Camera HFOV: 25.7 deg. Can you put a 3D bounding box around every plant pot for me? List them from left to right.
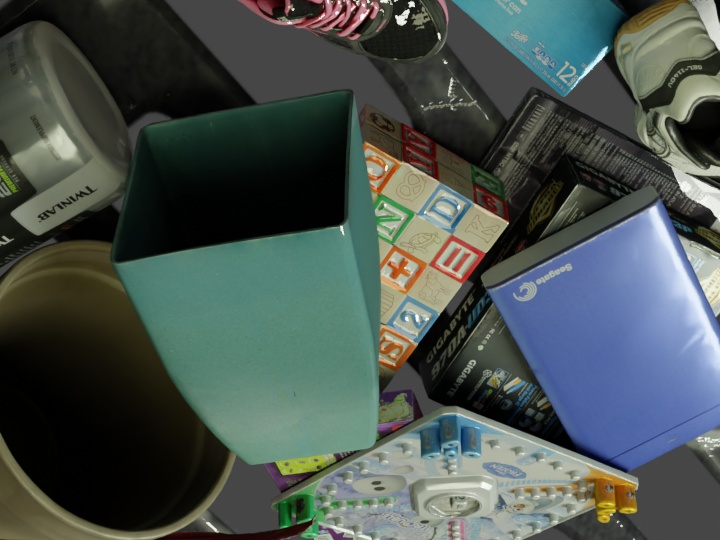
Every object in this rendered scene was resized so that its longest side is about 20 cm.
[{"bbox_3d":[-0.210,0.102,1.061,0.199,0.201,0.173,35,138,-27],"label":"plant pot"},{"bbox_3d":[-0.053,0.017,1.000,0.140,0.142,0.201,-9,129,9],"label":"plant pot"}]

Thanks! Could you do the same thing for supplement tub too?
[{"bbox_3d":[-0.250,-0.057,0.987,0.199,0.123,0.123,-29,123,9],"label":"supplement tub"}]

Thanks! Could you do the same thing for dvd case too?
[{"bbox_3d":[0.164,-0.030,1.140,0.199,0.016,0.149,24,115,-22],"label":"dvd case"}]

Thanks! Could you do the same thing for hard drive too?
[{"bbox_3d":[0.185,0.051,1.112,0.131,0.025,0.201,-27,122,7],"label":"hard drive"}]

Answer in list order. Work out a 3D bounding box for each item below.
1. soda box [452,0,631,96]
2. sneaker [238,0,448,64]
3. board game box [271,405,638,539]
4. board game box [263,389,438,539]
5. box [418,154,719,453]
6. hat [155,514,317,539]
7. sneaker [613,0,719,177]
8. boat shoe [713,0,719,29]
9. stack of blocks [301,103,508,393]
[{"bbox_3d":[0.078,-0.201,0.986,0.199,0.064,0.068,36,111,-28],"label":"soda box"},{"bbox_3d":[-0.031,-0.171,0.964,0.199,0.096,0.079,25,126,-23],"label":"sneaker"},{"bbox_3d":[0.069,0.173,1.158,0.199,0.026,0.199,23,140,-35],"label":"board game box"},{"bbox_3d":[0.000,0.150,1.167,0.119,0.033,0.201,-4,148,11],"label":"board game box"},{"bbox_3d":[0.159,0.036,1.142,0.158,0.046,0.201,24,114,-21],"label":"box"},{"bbox_3d":[-0.163,0.202,1.196,0.176,0.200,0.166,-47,168,-16],"label":"hat"},{"bbox_3d":[0.222,-0.093,1.035,0.075,0.088,0.200,-32,149,14],"label":"sneaker"},{"bbox_3d":[0.255,-0.157,0.972,0.074,0.200,0.066,-40,135,20],"label":"boat shoe"},{"bbox_3d":[0.000,0.000,1.097,0.114,0.059,0.201,27,118,-15],"label":"stack of blocks"}]
